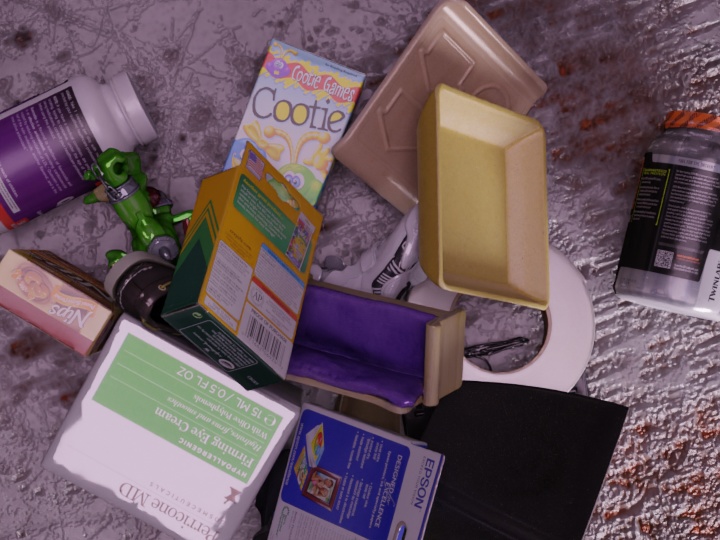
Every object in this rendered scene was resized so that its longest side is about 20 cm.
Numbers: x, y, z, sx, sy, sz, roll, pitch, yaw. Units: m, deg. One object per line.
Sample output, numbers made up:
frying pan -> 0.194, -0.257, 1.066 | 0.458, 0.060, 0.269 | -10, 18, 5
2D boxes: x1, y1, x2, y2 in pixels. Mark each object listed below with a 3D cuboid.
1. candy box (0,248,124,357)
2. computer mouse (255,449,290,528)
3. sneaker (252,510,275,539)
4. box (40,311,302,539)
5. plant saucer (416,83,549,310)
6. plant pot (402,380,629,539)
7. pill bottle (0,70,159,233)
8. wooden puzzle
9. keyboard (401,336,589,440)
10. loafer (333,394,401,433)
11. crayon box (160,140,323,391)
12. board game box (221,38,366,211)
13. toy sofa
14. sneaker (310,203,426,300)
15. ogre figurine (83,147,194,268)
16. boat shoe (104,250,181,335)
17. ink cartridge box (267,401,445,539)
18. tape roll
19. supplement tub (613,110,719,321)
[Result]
candy box -> -0.293, 0.029, 1.552 | 0.115, 0.200, 0.055 | 31, 89, -1
computer mouse -> -0.085, 0.287, 1.638 | 0.059, 0.034, 0.200 | 6, 90, -2
sneaker -> -0.024, 0.321, 1.584 | 0.111, 0.077, 0.200 | -44, 83, -5
box -> -0.181, 0.154, 1.554 | 0.199, 0.200, 0.171 | 29, 91, -2
plant saucer -> 0.116, -0.067, 1.560 | 0.048, 0.200, 0.200 | -8, 78, 38
plant pot -> 0.131, 0.224, 1.539 | 0.177, 0.200, 0.200 | 23, 48, 8
pill bottle -> -0.312, -0.126, 1.597 | 0.200, 0.112, 0.113 | -26, 90, -1
wooden puzzle -> 0.078, -0.159, 1.604 | 0.200, 0.046, 0.185 | -52, 133, 1
keyboard -> 0.141, 0.129, 1.653 | 0.200, 0.021, 0.127 | -8, 91, -2
loafer -> 0.008, 0.179, 1.584 | 0.076, 0.067, 0.200 | 17, 53, -12
crayon box -> -0.107, -0.005, 1.467 | 0.052, 0.200, 0.126 | -18, 133, 33
board game box -> -0.077, -0.120, 1.607 | 0.103, 0.105, 0.200 | 21, 90, -2
toy sofa -> -0.004, 0.067, 1.510 | 0.200, 0.098, 0.083 | 13, 110, 32
sneaker -> 0.000, 0.000, 1.593 | 0.115, 0.075, 0.200 | 35, 114, 22
ogre figurine -> -0.215, -0.050, 1.545 | 0.098, 0.200, 0.120 | -28, 83, -26
boat shoe -> -0.159, 0.032, 1.491 | 0.061, 0.201, 0.072 | 42, 106, 30
ink cartridge box -> -0.004, 0.242, 1.463 | 0.047, 0.200, 0.198 | 16, 90, -45
tape roll -> 0.144, 0.057, 1.628 | 0.202, 0.037, 0.203 | 0, 80, 0
supplement tub -> 0.339, -0.056, 1.608 | 0.122, 0.123, 0.200 | 14, 90, -1
